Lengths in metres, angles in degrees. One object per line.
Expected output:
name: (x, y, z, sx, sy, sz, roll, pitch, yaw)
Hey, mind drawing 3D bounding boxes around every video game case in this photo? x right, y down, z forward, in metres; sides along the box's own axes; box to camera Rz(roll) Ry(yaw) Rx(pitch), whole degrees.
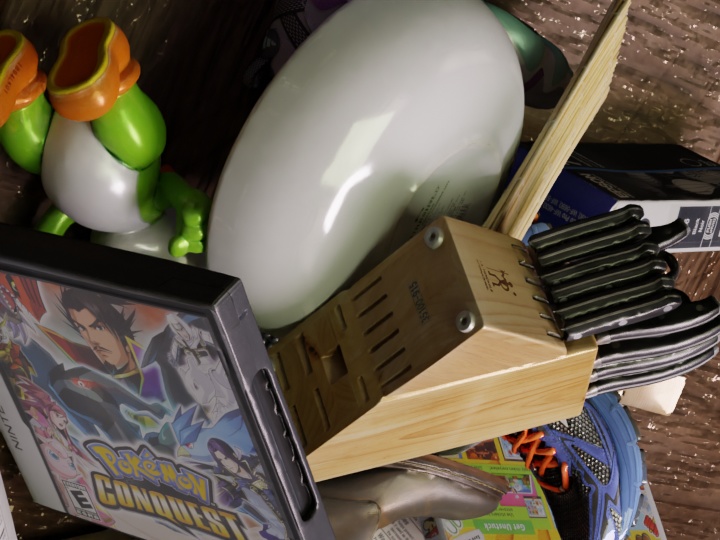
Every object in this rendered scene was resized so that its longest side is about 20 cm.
video game case: (-0.112, 0.063, 1.002, 0.026, 0.199, 0.181, -47, 134, -35)
video game case: (0.102, 0.121, 1.264, 0.199, 0.183, 0.023, 7, 148, -44)

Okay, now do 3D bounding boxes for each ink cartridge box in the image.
ink cartridge box: (0.156, -0.044, 1.254, 0.199, 0.099, 0.039, -4, 116, -41)

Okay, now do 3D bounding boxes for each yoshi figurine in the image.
yoshi figurine: (-0.125, -0.019, 1.024, 0.112, 0.112, 0.200, -35, 135, -10)

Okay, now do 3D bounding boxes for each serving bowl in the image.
serving bowl: (0.017, -0.042, 1.026, 0.200, 0.066, 0.200, -40, 150, -28)

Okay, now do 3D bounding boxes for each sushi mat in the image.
sushi mat: (0.093, -0.050, 1.093, 0.200, 0.012, 0.096, -58, 165, -32)

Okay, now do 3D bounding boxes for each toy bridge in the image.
toy bridge: (0.134, 0.016, 1.217, 0.067, 0.200, 0.027, 15, 115, -12)

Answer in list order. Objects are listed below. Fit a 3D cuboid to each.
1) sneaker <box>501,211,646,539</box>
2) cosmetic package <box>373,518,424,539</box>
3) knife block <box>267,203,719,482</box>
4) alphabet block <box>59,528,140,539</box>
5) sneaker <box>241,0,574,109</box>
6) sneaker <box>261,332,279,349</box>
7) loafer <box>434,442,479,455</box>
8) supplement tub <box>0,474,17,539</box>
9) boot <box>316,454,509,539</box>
sneaker: (0.088, 0.068, 1.134, 0.078, 0.201, 0.075, -14, 164, -29)
cosmetic package: (0.000, 0.207, 1.252, 0.200, 0.071, 0.105, -40, 96, -16)
knife block: (0.071, 0.042, 1.017, 0.200, 0.064, 0.175, -38, 144, 29)
alphabet block: (-0.169, 0.271, 1.082, 0.199, 0.196, 0.196, -9, 117, -37)
sneaker: (0.018, -0.093, 1.130, 0.200, 0.078, 0.140, 25, 98, -36)
sneaker: (0.000, 0.000, 1.178, 0.200, 0.074, 0.080, -51, 164, -13)
loafer: (0.079, 0.053, 1.210, 0.200, 0.070, 0.070, -22, 159, -52)
supplement tub: (-0.234, 0.089, 0.966, 0.132, 0.132, 0.201, -27, 130, -27)
boot: (-0.015, 0.141, 1.119, 0.199, 0.075, 0.097, 8, 81, -22)
